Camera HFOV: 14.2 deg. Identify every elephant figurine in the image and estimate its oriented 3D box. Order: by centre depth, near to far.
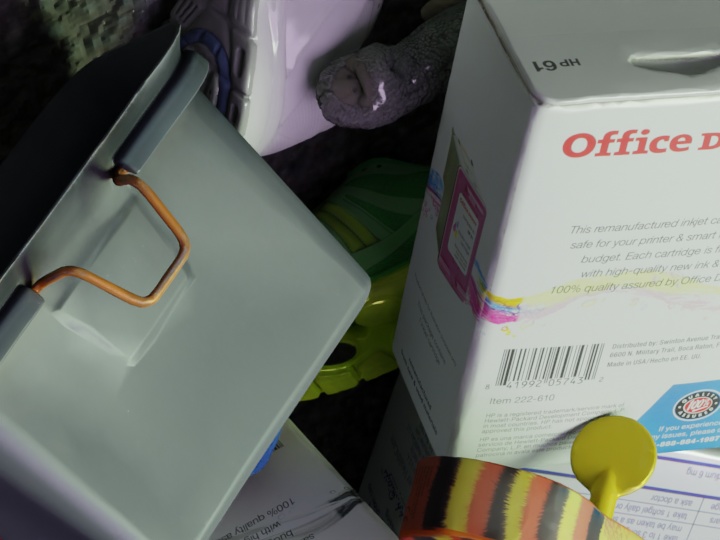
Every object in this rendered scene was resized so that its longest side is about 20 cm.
[{"bbox_3d":[0.089,-0.099,1.251,0.200,0.142,0.155,-43,106,1],"label":"elephant figurine"}]

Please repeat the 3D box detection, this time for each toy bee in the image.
[{"bbox_3d":[0.107,0.125,1.191,0.200,0.109,0.131,11,80,-58],"label":"toy bee"}]

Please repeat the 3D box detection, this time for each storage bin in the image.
[{"bbox_3d":[-0.090,0.024,1.117,0.134,0.146,0.200,41,64,-18],"label":"storage bin"}]

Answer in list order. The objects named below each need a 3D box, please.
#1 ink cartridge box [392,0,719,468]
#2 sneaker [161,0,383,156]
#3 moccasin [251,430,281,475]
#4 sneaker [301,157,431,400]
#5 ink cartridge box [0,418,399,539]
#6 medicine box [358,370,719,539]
[{"bbox_3d":[0.106,-0.020,1.190,0.144,0.085,0.200,-4,133,-19],"label":"ink cartridge box"},{"bbox_3d":[-0.026,-0.133,1.183,0.087,0.075,0.200,-16,136,-43],"label":"sneaker"},{"bbox_3d":[-0.133,0.044,1.215,0.200,0.068,0.081,16,126,-19],"label":"moccasin"},{"bbox_3d":[0.000,0.000,1.287,0.200,0.084,0.074,-14,131,-5],"label":"sneaker"},{"bbox_3d":[-0.062,0.147,1.254,0.145,0.200,0.084,-30,134,-16],"label":"ink cartridge box"},{"bbox_3d":[0.093,0.136,1.350,0.182,0.103,0.200,10,117,-20],"label":"medicine box"}]
